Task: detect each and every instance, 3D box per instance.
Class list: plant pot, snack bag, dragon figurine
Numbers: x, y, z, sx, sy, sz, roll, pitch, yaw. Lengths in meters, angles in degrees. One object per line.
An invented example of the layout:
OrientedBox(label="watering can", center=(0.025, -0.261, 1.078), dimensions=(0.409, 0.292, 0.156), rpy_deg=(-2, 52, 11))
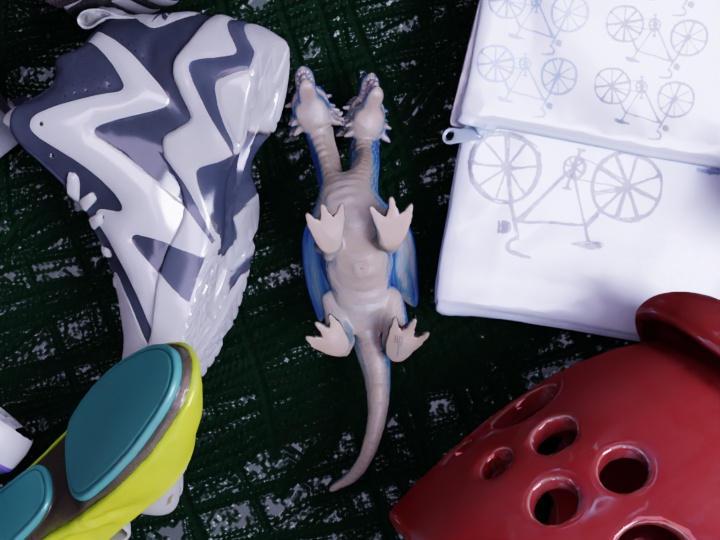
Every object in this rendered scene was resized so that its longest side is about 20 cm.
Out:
OrientedBox(label="plant pot", center=(0.139, 0.121, 0.724), dimensions=(0.182, 0.200, 0.200), rpy_deg=(-44, 87, -4))
OrientedBox(label="snack bag", center=(0.134, -0.059, 0.786), dimensions=(0.187, 0.021, 0.202), rpy_deg=(10, 98, -9))
OrientedBox(label="dragon figurine", center=(0.000, 0.000, 0.802), dimensions=(0.058, 0.100, 0.202), rpy_deg=(-7, 107, 1))

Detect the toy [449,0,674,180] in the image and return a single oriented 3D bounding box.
OrientedBox(label="toy", center=(0.122, -0.156, 0.808), dimensions=(0.114, 0.047, 0.202), rpy_deg=(14, 94, -1))

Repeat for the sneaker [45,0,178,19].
OrientedBox(label="sneaker", center=(-0.155, -0.191, 0.757), dimensions=(0.075, 0.200, 0.117), rpy_deg=(-17, 78, 16))

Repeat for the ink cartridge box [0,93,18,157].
OrientedBox(label="ink cartridge box", center=(-0.278, -0.068, 0.752), dimensions=(0.173, 0.200, 0.044), rpy_deg=(-39, 58, 1))

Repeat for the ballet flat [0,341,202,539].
OrientedBox(label="ballet flat", center=(-0.126, 0.106, 0.781), dimensions=(0.067, 0.067, 0.200), rpy_deg=(29, 121, -37))

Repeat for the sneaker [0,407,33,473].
OrientedBox(label="sneaker", center=(-0.278, 0.097, 0.793), dimensions=(0.199, 0.081, 0.147), rpy_deg=(27, 84, -2))

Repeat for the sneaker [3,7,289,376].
OrientedBox(label="sneaker", center=(-0.120, -0.036, 0.798), dimensions=(0.129, 0.079, 0.201), rpy_deg=(19, 111, 14))
